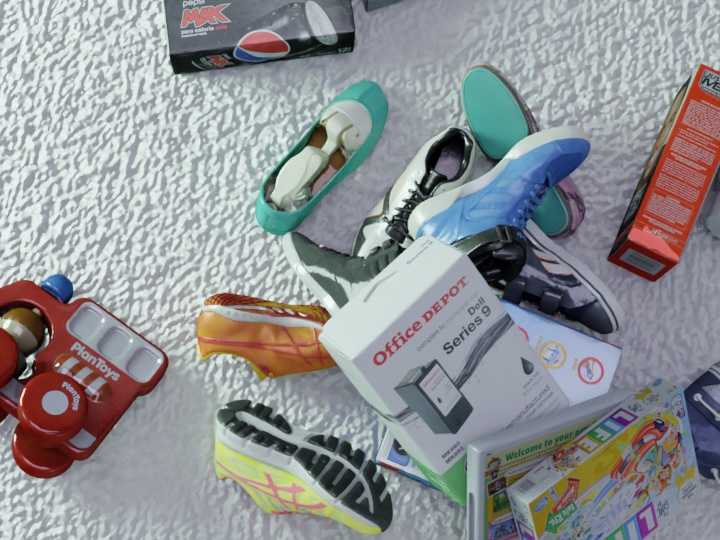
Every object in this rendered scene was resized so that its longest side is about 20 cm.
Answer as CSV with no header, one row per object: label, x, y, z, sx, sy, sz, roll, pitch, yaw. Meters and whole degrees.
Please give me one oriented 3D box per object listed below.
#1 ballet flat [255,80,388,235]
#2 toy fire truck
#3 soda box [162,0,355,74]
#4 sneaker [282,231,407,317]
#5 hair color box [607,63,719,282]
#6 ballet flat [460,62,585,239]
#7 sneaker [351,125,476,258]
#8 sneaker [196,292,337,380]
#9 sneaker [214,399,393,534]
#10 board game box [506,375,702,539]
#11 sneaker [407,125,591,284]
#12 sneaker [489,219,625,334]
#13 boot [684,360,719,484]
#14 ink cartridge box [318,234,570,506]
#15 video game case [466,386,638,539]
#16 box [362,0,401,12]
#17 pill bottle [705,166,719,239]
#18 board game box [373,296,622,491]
ballet flat,-0.036,-0.121,1.419,0.067,0.070,0.201,38,79,6
toy fire truck,-0.311,0.091,1.358,0.199,0.112,0.168,35,55,4
soda box,-0.106,-0.259,1.448,0.197,0.063,0.072,-8,79,-3
sneaker,0.000,0.000,1.358,0.099,0.071,0.200,-47,48,6
hair color box,0.326,-0.098,1.413,0.061,0.102,0.202,25,78,3
ballet flat,0.171,-0.126,1.430,0.069,0.071,0.202,-32,89,31
sneaker,0.053,-0.068,1.408,0.073,0.080,0.202,31,81,2
sneaker,-0.068,0.075,1.389,0.197,0.073,0.078,11,106,-1
sneaker,-0.059,0.208,1.350,0.198,0.078,0.091,29,121,13
board game box,0.234,0.208,1.294,0.199,0.034,0.136,-32,123,-22
sneaker,0.152,-0.051,1.334,0.198,0.077,0.112,-28,56,1
sneaker,0.175,0.008,1.399,0.079,0.079,0.200,-42,72,-14
boot,0.389,0.197,1.379,0.090,0.073,0.201,-35,74,-1
ink cartridge box,0.078,0.092,1.270,0.146,0.084,0.201,-43,116,-9
video game case,0.182,0.220,1.298,0.198,0.022,0.185,-14,114,-31
box,0.044,-0.400,1.493,0.154,0.041,0.203,-20,81,-6
pill bottle,0.437,-0.122,1.415,0.113,0.114,0.202,25,79,3
board game box,0.137,0.137,1.381,0.193,0.056,0.202,22,79,2
